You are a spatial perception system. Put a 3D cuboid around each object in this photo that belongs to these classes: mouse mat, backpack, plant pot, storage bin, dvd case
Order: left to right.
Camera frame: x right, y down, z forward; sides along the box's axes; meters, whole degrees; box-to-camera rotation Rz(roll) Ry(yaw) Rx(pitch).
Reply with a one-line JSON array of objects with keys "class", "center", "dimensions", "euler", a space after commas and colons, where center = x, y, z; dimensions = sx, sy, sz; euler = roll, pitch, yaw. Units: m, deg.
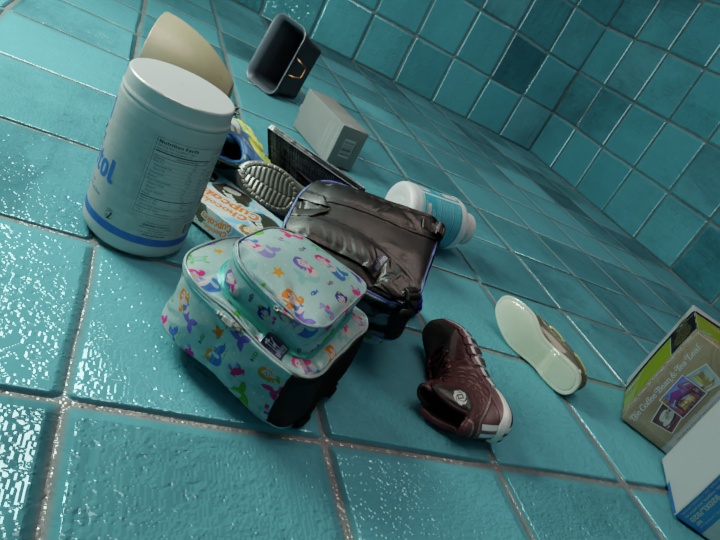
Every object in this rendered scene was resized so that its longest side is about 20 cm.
[{"class": "mouse mat", "center": [-0.297, -0.193, 0.930], "dimensions": [0.197, 0.008, 0.160], "euler": [16, 2, -27]}, {"class": "plant pot", "center": [-0.287, -0.296, 0.974], "dimensions": [0.132, 0.202, 0.201], "euler": [22, 25, -13]}, {"class": "backpack", "center": [-0.101, 0.043, 0.628], "dimensions": [0.198, 0.152, 0.177], "euler": [31, 25, 12]}, {"class": "storage bin", "center": [-0.197, -0.584, 1.661], "dimensions": [0.145, 0.202, 0.134], "euler": [39, 16, 21]}, {"class": "dvd case", "center": [-0.082, -0.152, 1.035], "dimensions": [0.199, 0.149, 0.016], "euler": [36, 63, 11]}, {"class": "backpack", "center": [-0.012, -0.010, 0.787], "dimensions": [0.197, 0.148, 0.184], "euler": [24, 45, 2]}]

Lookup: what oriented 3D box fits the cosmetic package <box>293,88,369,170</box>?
[{"class": "cosmetic package", "center": [-0.076, -0.343, 1.434], "dimensions": [0.089, 0.108, 0.201], "euler": [9, 34, -38]}]

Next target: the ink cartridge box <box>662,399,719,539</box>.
[{"class": "ink cartridge box", "center": [0.577, 0.326, 0.855], "dimensions": [0.198, 0.146, 0.147], "euler": [34, 25, 8]}]

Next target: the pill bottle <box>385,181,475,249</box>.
[{"class": "pill bottle", "center": [0.149, -0.109, 1.237], "dimensions": [0.197, 0.112, 0.111], "euler": [13, 29, -34]}]

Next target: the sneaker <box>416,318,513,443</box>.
[{"class": "sneaker", "center": [0.108, 0.134, 0.773], "dimensions": [0.114, 0.076, 0.201], "euler": [9, 33, -34]}]

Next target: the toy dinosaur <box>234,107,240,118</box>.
[{"class": "toy dinosaur", "center": [-0.307, -0.333, 1.222], "dimensions": [0.087, 0.048, 0.200], "euler": [-8, 41, -45]}]

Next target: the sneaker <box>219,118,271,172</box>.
[{"class": "sneaker", "center": [-0.226, -0.229, 1.040], "dimensions": [0.200, 0.076, 0.105], "euler": [46, 3, 31]}]

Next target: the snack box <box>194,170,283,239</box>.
[{"class": "snack box", "center": [-0.208, -0.095, 0.885], "dimensions": [0.199, 0.037, 0.116], "euler": [37, 24, 13]}]

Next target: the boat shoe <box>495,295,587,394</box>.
[{"class": "boat shoe", "center": [0.313, 0.126, 1.028], "dimensions": [0.060, 0.072, 0.203], "euler": [4, 42, -48]}]

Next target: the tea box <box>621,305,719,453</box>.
[{"class": "tea box", "center": [0.580, 0.197, 1.039], "dimensions": [0.133, 0.202, 0.196], "euler": [38, 26, 17]}]

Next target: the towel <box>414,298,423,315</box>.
[{"class": "towel", "center": [0.000, 0.000, 0.932], "dimensions": [0.200, 0.050, 0.147], "euler": [43, 26, 25]}]

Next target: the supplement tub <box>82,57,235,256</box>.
[{"class": "supplement tub", "center": [-0.245, -0.132, 0.714], "dimensions": [0.130, 0.202, 0.133], "euler": [24, 24, -12]}]

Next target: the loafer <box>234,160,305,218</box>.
[{"class": "loafer", "center": [-0.124, -0.114, 0.993], "dimensions": [0.198, 0.076, 0.069], "euler": [28, -19, -23]}]
